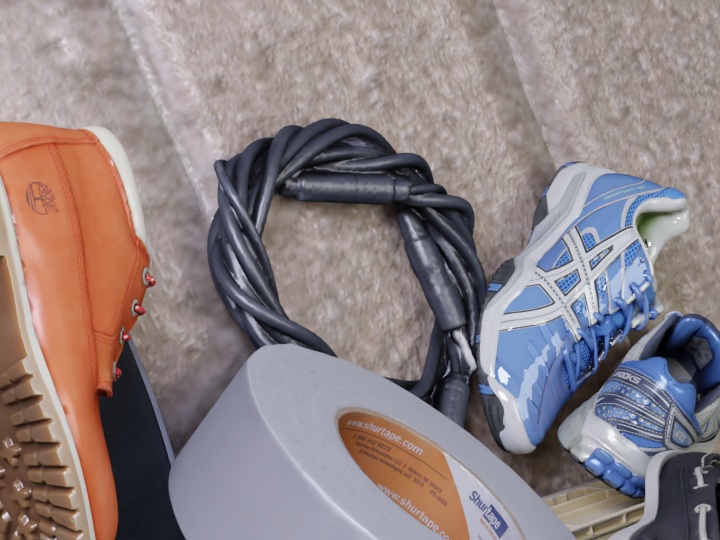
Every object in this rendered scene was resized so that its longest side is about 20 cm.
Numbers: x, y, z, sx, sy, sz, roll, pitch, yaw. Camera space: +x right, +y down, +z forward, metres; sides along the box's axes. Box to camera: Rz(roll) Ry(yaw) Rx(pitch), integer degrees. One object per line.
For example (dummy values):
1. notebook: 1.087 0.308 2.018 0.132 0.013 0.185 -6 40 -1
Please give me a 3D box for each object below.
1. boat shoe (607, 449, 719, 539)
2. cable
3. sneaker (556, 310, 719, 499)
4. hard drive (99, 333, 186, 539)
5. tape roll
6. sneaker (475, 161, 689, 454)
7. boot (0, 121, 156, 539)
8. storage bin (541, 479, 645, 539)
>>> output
1. boat shoe: 0.168 0.129 0.933 0.200 0.060 0.074 -18 90 -69
2. cable: 0.000 0.000 0.992 0.200 0.051 0.163 44 57 -28
3. sneaker: 0.183 0.064 1.084 0.077 0.085 0.200 39 22 8
4. hard drive: -0.143 0.086 0.851 0.135 0.042 0.200 -24 100 -42
5. tape roll: 0.014 0.120 0.864 0.200 0.200 0.066 25 109 -38
6. sneaker: 0.122 0.016 1.066 0.200 0.077 0.076 -64 146 -31
7. boot: -0.121 0.031 0.805 0.107 0.075 0.200 -11 88 -47
8. storage bin: 0.139 0.226 1.055 0.198 0.094 0.200 -11 91 -42
